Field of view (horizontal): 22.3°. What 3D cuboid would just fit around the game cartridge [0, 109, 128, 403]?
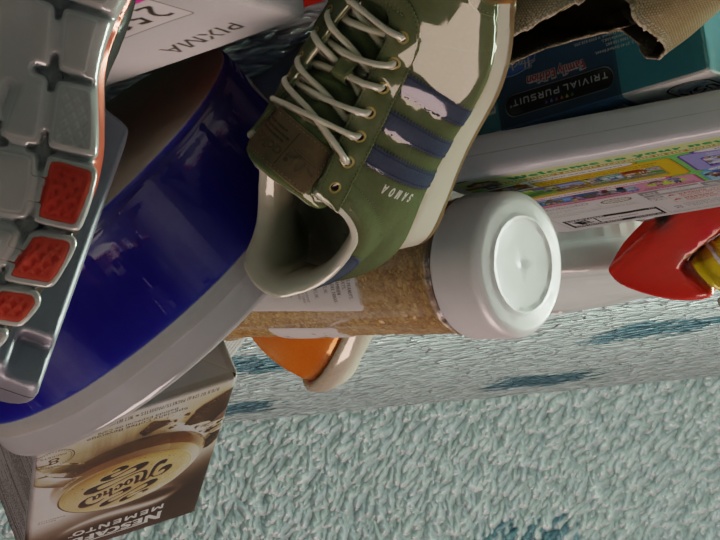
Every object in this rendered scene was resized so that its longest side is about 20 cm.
[{"bbox_3d":[-0.192,-0.043,0.662,0.200,0.133,0.040,21,152,-10],"label":"game cartridge"}]

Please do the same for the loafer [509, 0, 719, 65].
[{"bbox_3d":[0.127,-0.121,0.729,0.200,0.067,0.076,-8,171,12],"label":"loafer"}]

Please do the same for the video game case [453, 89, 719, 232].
[{"bbox_3d":[0.159,-0.054,0.876,0.200,0.022,0.182,-9,170,24],"label":"video game case"}]

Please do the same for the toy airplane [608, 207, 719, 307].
[{"bbox_3d":[0.260,-0.037,1.038,0.200,0.141,0.199,-35,-166,-14],"label":"toy airplane"}]

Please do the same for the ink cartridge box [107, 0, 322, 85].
[{"bbox_3d":[-0.103,-0.100,0.775,0.200,0.044,0.174,-13,167,36],"label":"ink cartridge box"}]

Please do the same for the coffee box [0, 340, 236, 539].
[{"bbox_3d":[-0.146,0.085,1.032,0.113,0.080,0.200,-17,158,-19],"label":"coffee box"}]

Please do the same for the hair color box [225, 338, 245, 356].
[{"bbox_3d":[-0.169,0.038,1.096,0.200,0.064,0.111,-12,157,-32],"label":"hair color box"}]

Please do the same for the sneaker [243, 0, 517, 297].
[{"bbox_3d":[-0.001,-0.061,0.720,0.090,0.067,0.200,-30,152,-31],"label":"sneaker"}]

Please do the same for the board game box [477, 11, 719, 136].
[{"bbox_3d":[0.149,-0.084,0.901,0.151,0.047,0.200,-14,167,37],"label":"board game box"}]

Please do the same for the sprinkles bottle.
[{"bbox_3d":[0.000,0.000,0.895,0.200,0.068,0.068,-2,176,42],"label":"sprinkles bottle"}]

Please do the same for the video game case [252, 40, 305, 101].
[{"bbox_3d":[0.041,-0.098,0.948,0.182,0.023,0.200,-2,170,-26],"label":"video game case"}]

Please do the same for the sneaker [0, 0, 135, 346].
[{"bbox_3d":[-0.116,-0.054,0.626,0.077,0.200,0.082,23,180,-3],"label":"sneaker"}]

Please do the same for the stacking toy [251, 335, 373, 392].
[{"bbox_3d":[-0.081,-0.025,1.032,0.200,0.146,0.146,18,165,-12],"label":"stacking toy"}]

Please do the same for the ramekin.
[{"bbox_3d":[0.115,-0.027,1.207,0.202,0.094,0.202,-7,171,-1],"label":"ramekin"}]

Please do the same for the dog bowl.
[{"bbox_3d":[-0.115,-0.011,0.853,0.200,0.079,0.200,-34,-160,15],"label":"dog bowl"}]
